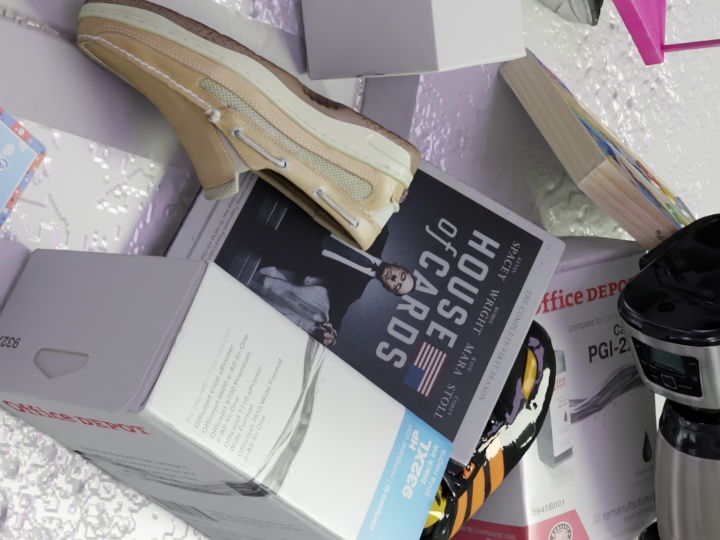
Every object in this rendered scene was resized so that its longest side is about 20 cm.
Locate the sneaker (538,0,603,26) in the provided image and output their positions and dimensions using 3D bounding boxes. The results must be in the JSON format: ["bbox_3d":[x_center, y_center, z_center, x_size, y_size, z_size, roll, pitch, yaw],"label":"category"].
[{"bbox_3d":[0.105,-0.214,1.117,0.200,0.087,0.075,42,56,-59],"label":"sneaker"}]

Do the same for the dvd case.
[{"bbox_3d":[0.000,0.000,0.990,0.200,0.025,0.150,29,68,-7],"label":"dvd case"}]

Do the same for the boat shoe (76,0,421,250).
[{"bbox_3d":[-0.065,-0.072,0.934,0.200,0.072,0.076,27,85,-17],"label":"boat shoe"}]

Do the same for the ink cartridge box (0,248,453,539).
[{"bbox_3d":[-0.074,0.073,0.907,0.200,0.145,0.084,39,66,-39],"label":"ink cartridge box"}]

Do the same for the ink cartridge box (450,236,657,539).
[{"bbox_3d":[0.116,0.086,1.139,0.146,0.085,0.200,-13,100,-44],"label":"ink cartridge box"}]

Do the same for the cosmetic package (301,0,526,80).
[{"bbox_3d":[0.021,-0.212,1.008,0.085,0.108,0.200,-18,107,-45],"label":"cosmetic package"}]

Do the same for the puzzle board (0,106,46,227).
[{"bbox_3d":[-0.243,-0.022,0.824,0.151,0.017,0.200,45,62,-37],"label":"puzzle board"}]

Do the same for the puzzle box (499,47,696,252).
[{"bbox_3d":[0.178,-0.052,1.168,0.025,0.133,0.200,-42,131,13],"label":"puzzle box"}]

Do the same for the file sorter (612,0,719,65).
[{"bbox_3d":[0.228,-0.257,1.142,0.139,0.125,0.200,45,46,-58],"label":"file sorter"}]

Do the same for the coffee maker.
[{"bbox_3d":[0.244,0.069,1.113,0.192,0.135,0.200,-52,139,-51],"label":"coffee maker"}]

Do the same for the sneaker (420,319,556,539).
[{"bbox_3d":[0.048,0.115,1.019,0.070,0.090,0.200,37,93,-1],"label":"sneaker"}]
